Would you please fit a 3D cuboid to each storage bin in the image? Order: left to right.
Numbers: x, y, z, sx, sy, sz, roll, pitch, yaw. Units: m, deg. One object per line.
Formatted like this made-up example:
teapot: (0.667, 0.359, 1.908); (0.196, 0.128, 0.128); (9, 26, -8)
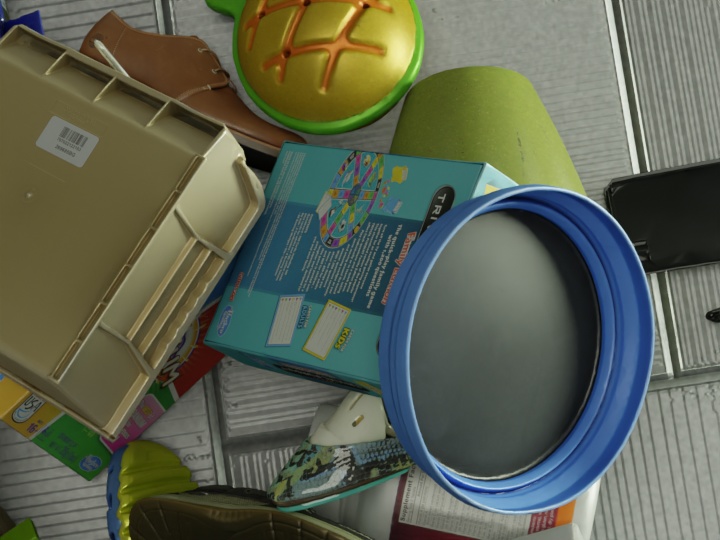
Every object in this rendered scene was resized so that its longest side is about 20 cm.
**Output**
storage bin: (-0.197, -0.031, 1.301); (0.199, 0.094, 0.199); (27, 77, 27)

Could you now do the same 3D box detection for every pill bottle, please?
pill bottle: (0.060, 0.156, 1.385); (0.199, 0.110, 0.110); (11, 83, 6)

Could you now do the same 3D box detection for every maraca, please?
maraca: (-0.034, -0.179, 1.447); (0.137, 0.107, 0.200); (-31, 59, -4)

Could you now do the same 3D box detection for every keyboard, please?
keyboard: (0.282, -0.021, 1.442); (0.199, 0.021, 0.128); (-10, 75, 3)

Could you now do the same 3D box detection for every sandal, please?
sandal: (-0.154, 0.219, 1.412); (0.087, 0.079, 0.201); (-25, 63, 41)

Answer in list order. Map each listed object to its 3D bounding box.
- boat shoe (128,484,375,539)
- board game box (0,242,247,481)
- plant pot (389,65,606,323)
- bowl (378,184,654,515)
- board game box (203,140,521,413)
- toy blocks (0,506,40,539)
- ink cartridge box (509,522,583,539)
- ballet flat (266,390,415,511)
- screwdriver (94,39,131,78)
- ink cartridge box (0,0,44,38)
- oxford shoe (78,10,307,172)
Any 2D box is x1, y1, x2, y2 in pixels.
boat shoe: (-0.058, 0.177, 1.333); (0.200, 0.066, 0.072); (7, 113, 28)
board game box: (-0.155, 0.045, 1.393); (0.200, 0.153, 0.040); (-43, 63, -2)
plant pot: (0.085, -0.032, 1.389); (0.186, 0.187, 0.201); (-5, 69, 3)
bowl: (0.095, 0.047, 1.224); (0.200, 0.039, 0.202); (-4, 98, -36)
board game box: (0.000, 0.000, 1.301); (0.199, 0.047, 0.152); (10, 75, 48)
toy blocks: (-0.231, 0.241, 1.369); (0.100, 0.200, 0.137); (-34, 122, -3)
ink cartridge box: (0.075, 0.264, 1.327); (0.199, 0.146, 0.085); (-17, 39, 12)
ballet flat: (0.027, 0.099, 1.311); (0.199, 0.074, 0.075); (-15, 80, -19)
screwdriver: (-0.141, -0.102, 1.400); (0.029, 0.200, 0.028); (-33, 54, 9)
ink cartridge box: (-0.324, -0.142, 1.474); (0.199, 0.076, 0.137); (-12, 81, 1)
oxford shoe: (-0.116, -0.131, 1.461); (0.199, 0.071, 0.072); (28, 79, 9)
